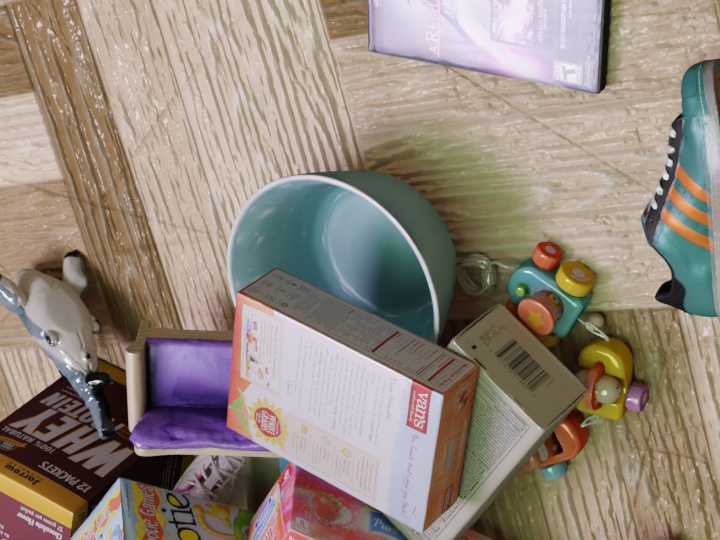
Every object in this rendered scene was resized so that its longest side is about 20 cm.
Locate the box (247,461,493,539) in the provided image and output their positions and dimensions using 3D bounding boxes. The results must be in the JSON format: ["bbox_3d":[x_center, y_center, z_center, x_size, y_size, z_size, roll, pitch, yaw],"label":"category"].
[{"bbox_3d":[0.009,0.252,1.490,0.198,0.103,0.095,26,121,-13],"label":"box"}]

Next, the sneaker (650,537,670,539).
[{"bbox_3d":[0.175,0.275,1.484,0.200,0.115,0.075,-44,126,6],"label":"sneaker"}]

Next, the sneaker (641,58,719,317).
[{"bbox_3d":[0.239,-0.056,1.288,0.079,0.071,0.202,3,116,26],"label":"sneaker"}]

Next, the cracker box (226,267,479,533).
[{"bbox_3d":[-0.010,0.100,1.390,0.199,0.058,0.135,26,126,27],"label":"cracker box"}]

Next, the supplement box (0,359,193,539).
[{"bbox_3d":[-0.270,0.227,1.668,0.132,0.200,0.199,23,124,20],"label":"supplement box"}]

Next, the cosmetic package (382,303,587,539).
[{"bbox_3d":[0.084,0.133,1.422,0.104,0.073,0.200,45,135,11],"label":"cosmetic package"}]

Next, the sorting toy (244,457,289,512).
[{"bbox_3d":[-0.008,0.229,1.580,0.198,0.037,0.187,6,117,15],"label":"sorting toy"}]

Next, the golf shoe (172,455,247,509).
[{"bbox_3d":[-0.123,0.188,1.626,0.075,0.091,0.201,37,124,12],"label":"golf shoe"}]

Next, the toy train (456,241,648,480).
[{"bbox_3d":[0.145,0.080,1.425,0.149,0.056,0.202,-15,105,36],"label":"toy train"}]

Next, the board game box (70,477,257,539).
[{"bbox_3d":[-0.139,0.269,1.521,0.198,0.104,0.105,19,129,-29],"label":"board game box"}]

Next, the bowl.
[{"bbox_3d":[0.000,0.000,1.445,0.199,0.105,0.203,14,119,27],"label":"bowl"}]

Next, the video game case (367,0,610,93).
[{"bbox_3d":[0.094,-0.219,1.333,0.198,0.019,0.144,13,119,26],"label":"video game case"}]

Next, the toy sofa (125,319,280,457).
[{"bbox_3d":[-0.101,0.102,1.519,0.197,0.098,0.084,3,116,2],"label":"toy sofa"}]

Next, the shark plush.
[{"bbox_3d":[-0.268,0.068,1.654,0.200,0.090,0.084,46,143,21],"label":"shark plush"}]
